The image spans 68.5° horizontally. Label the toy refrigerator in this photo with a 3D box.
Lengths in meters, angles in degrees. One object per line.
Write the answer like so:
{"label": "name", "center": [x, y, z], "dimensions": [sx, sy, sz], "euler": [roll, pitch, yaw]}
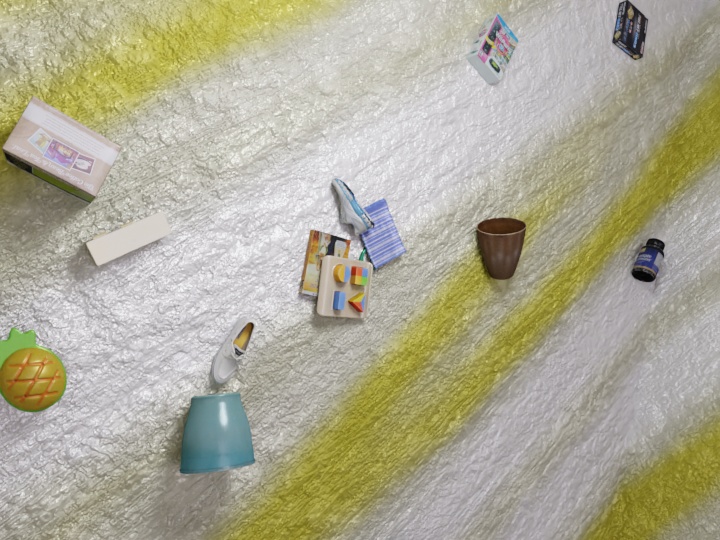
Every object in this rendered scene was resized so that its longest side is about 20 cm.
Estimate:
{"label": "toy refrigerator", "center": [-0.594, -0.086, 1.353], "dimensions": [0.198, 0.075, 0.071], "euler": [-30, 107, -27]}

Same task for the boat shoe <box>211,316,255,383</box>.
{"label": "boat shoe", "center": [-0.359, 0.230, 1.516], "dimensions": [0.070, 0.069, 0.203], "euler": [36, 73, -28]}

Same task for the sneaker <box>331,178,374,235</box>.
{"label": "sneaker", "center": [-0.043, -0.200, 1.704], "dimensions": [0.086, 0.075, 0.202], "euler": [-33, 95, 15]}

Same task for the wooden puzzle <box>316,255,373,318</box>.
{"label": "wooden puzzle", "center": [-0.040, 0.057, 1.693], "dimensions": [0.197, 0.046, 0.190], "euler": [8, 88, -39]}

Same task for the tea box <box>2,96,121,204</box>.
{"label": "tea box", "center": [-0.684, -0.265, 1.219], "dimensions": [0.198, 0.195, 0.136], "euler": [30, 76, -29]}

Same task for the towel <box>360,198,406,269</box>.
{"label": "towel", "center": [0.067, -0.127, 1.784], "dimensions": [0.143, 0.024, 0.203], "euler": [-27, 98, -28]}

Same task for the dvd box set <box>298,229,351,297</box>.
{"label": "dvd box set", "center": [-0.112, -0.014, 1.687], "dimensions": [0.144, 0.029, 0.205], "euler": [15, 84, -32]}

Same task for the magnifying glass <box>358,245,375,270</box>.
{"label": "magnifying glass", "center": [0.000, 0.000, 1.766], "dimensions": [0.080, 0.022, 0.201], "euler": [50, 65, -23]}

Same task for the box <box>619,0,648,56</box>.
{"label": "box", "center": [1.290, -1.144, 2.522], "dimensions": [0.195, 0.049, 0.205], "euler": [16, 84, -31]}

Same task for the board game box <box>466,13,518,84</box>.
{"label": "board game box", "center": [0.509, -0.849, 2.030], "dimensions": [0.147, 0.064, 0.203], "euler": [35, 73, -29]}

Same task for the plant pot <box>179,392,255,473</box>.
{"label": "plant pot", "center": [-0.391, 0.433, 1.436], "dimensions": [0.196, 0.199, 0.193], "euler": [1, 76, -32]}

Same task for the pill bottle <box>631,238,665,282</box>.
{"label": "pill bottle", "center": [1.426, -0.053, 2.610], "dimensions": [0.111, 0.111, 0.202], "euler": [39, 71, -27]}

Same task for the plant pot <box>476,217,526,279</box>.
{"label": "plant pot", "center": [0.539, -0.076, 2.027], "dimensions": [0.184, 0.186, 0.204], "euler": [-21, 118, -29]}

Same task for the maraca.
{"label": "maraca", "center": [-0.776, 0.233, 1.232], "dimensions": [0.137, 0.106, 0.203], "euler": [-37, 107, -36]}
